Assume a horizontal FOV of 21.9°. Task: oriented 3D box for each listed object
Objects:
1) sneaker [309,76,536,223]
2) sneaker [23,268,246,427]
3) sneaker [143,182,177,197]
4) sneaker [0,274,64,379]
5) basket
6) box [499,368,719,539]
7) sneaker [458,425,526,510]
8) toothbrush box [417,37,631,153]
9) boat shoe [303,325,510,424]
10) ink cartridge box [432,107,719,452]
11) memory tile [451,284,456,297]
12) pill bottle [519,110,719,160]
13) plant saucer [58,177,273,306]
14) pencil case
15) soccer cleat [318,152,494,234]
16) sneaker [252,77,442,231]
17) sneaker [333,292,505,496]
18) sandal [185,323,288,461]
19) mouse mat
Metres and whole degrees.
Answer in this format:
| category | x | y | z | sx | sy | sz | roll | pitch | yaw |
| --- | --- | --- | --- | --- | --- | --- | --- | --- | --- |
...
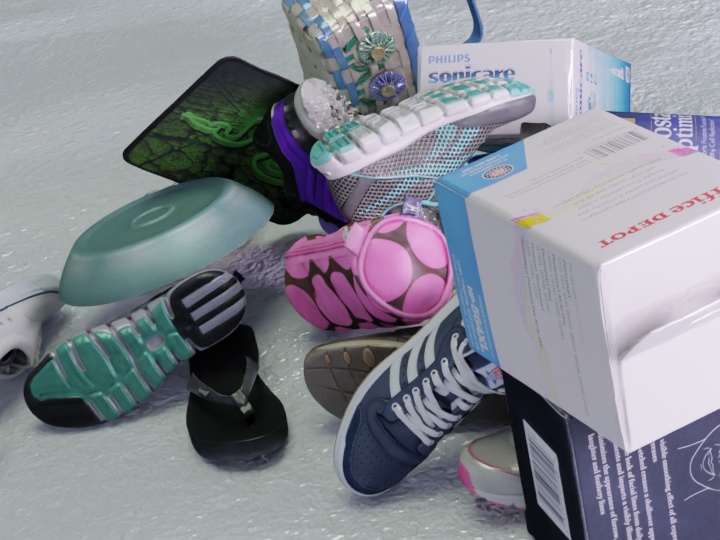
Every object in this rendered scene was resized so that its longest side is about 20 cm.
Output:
| category | x | y | z | sx | sy | sz | roll | pitch | yaw |
| --- | --- | --- | --- | --- | --- | --- | --- | --- | --- |
| sneaker | 0.058 | -0.096 | 1.535 | 0.199 | 0.092 | 0.078 | -22 | 22 | -11 |
| sneaker | -0.177 | 0.063 | 1.514 | 0.199 | 0.075 | 0.088 | -27 | 5 | 5 |
| sneaker | -0.128 | -0.065 | 1.741 | 0.090 | 0.079 | 0.200 | 14 | 48 | 39 |
| sneaker | -0.303 | 0.057 | 1.589 | 0.073 | 0.071 | 0.200 | -32 | -1 | 23 |
| basket | 0.031 | -0.257 | 1.934 | 0.199 | 0.177 | 0.139 | -35 | 47 | -13 |
| box | 0.205 | 0.098 | 1.202 | 0.199 | 0.149 | 0.107 | -19 | 28 | -14 |
| sneaker | 0.156 | 0.097 | 1.290 | 0.199 | 0.089 | 0.081 | -21 | 28 | -16 |
| toothbrush box | 0.151 | -0.155 | 1.682 | 0.145 | 0.086 | 0.200 | 0 | -2 | 22 |
| boat shoe | 0.058 | 0.078 | 1.402 | 0.198 | 0.075 | 0.073 | 3 | 20 | 11 |
| ink cartridge box | 0.155 | 0.005 | 1.098 | 0.128 | 0.126 | 0.200 | -23 | 29 | -20 |
| memory tile | 0.144 | 0.004 | 1.485 | 0.152 | 0.017 | 0.200 | 2 | 18 | 3 |
| pill bottle | 0.228 | -0.073 | 1.523 | 0.198 | 0.113 | 0.112 | 3 | 29 | 6 |
| plant saucer | -0.172 | -0.033 | 1.584 | 0.199 | 0.036 | 0.200 | -20 | 19 | 7 |
| pencil case | 0.000 | 0.000 | 1.463 | 0.093 | 0.091 | 0.200 | 19 | -13 | -18 |
| soccer cleat | 0.060 | -0.067 | 1.657 | 0.198 | 0.067 | 0.076 | -9 | 5 | -3 |
| sneaker | -0.015 | -0.071 | 1.603 | 0.099 | 0.200 | 0.070 | -29 | 24 | 32 |
| sneaker | 0.063 | 0.083 | 1.287 | 0.200 | 0.070 | 0.108 | -49 | 19 | -3 |
| sandal | -0.107 | 0.089 | 1.464 | 0.075 | 0.043 | 0.200 | -16 | 27 | -7 |
| mouse mat | -0.088 | -0.109 | 1.627 | 0.161 | 0.199 | 0.008 | -39 | 48 | 34 |
